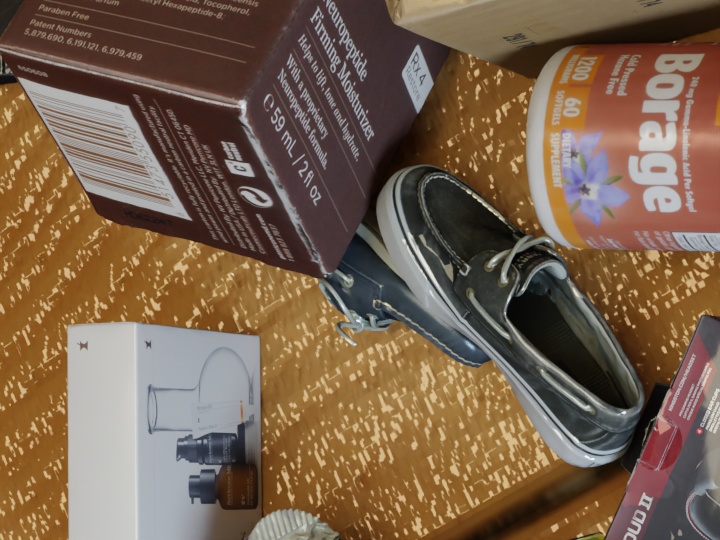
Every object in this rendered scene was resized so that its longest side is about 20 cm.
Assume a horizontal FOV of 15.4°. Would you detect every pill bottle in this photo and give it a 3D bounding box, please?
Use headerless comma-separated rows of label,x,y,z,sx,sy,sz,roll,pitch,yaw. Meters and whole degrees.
pill bottle,0.197,-0.066,1.413,0.199,0.112,0.113,1,86,27

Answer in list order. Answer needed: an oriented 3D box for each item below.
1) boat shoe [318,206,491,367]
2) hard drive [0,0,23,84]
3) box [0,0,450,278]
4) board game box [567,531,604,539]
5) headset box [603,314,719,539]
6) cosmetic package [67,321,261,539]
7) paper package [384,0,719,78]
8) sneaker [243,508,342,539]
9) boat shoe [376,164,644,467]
boat shoe,0.000,0.000,1.530,0.200,0.075,0.062,38,103,22
hard drive,-0.226,-0.218,1.685,0.139,0.038,0.201,-5,84,27
box,-0.065,-0.135,1.484,0.164,0.166,0.200,15,63,28
board game box,0.056,0.246,1.437,0.199,0.057,0.166,-14,77,-9
headset box,0.229,0.122,1.403,0.200,0.075,0.149,26,97,26
cosmetic package,-0.110,0.133,1.534,0.052,0.151,0.201,-3,85,27
paper package,0.122,-0.184,1.412,0.190,0.200,0.104,-14,81,25
sneaker,-0.007,0.231,1.522,0.200,0.069,0.100,55,149,5
boat shoe,0.089,0.012,1.445,0.200,0.072,0.071,49,146,13
